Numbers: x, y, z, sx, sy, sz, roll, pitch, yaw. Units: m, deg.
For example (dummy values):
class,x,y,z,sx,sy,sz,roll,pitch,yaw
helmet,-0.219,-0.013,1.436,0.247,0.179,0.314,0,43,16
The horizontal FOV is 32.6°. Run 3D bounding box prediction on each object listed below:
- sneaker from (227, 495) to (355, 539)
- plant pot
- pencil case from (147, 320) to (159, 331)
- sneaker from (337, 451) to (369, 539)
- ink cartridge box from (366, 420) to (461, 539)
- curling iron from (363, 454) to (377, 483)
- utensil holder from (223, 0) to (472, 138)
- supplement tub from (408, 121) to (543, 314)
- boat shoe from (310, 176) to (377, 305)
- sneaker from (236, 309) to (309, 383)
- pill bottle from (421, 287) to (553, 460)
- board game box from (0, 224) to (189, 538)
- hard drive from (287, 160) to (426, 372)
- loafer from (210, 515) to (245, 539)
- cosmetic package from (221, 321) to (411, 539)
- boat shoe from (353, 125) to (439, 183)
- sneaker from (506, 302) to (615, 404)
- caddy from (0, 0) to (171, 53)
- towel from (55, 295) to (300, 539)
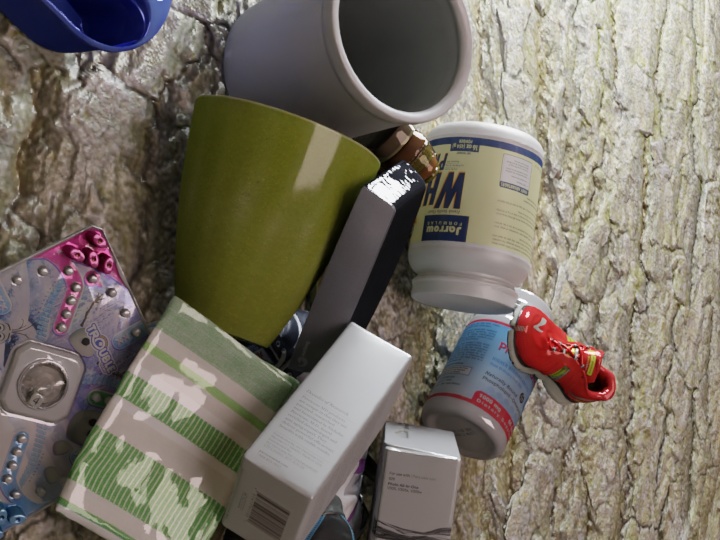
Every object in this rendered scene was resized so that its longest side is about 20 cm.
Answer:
class,x,y,z,sx,sy,sz,roll,pitch,yaw
sneaker,-0.099,0.279,1.160,0.199,0.082,0.073,-21,149,-10
plant pot,-0.099,-0.036,1.161,0.187,0.186,0.201,24,82,-46
pencil case,-0.152,0.137,1.154,0.091,0.083,0.201,-50,126,-24
sneaker,-0.023,0.225,1.309,0.201,0.077,0.140,-66,154,-19
ink cartridge box,0.051,0.275,1.314,0.146,0.083,0.202,-84,-178,-86
curling iron,-0.007,0.188,1.363,0.050,0.025,0.200,-56,129,-29
utensil holder,-0.018,-0.210,1.201,0.169,0.199,0.172,5,81,-38
supplement tub,0.133,-0.059,1.436,0.145,0.144,0.202,20,75,-47
boat shoe,-0.001,-0.020,1.343,0.073,0.063,0.202,33,65,-44
sneaker,-0.072,0.121,1.223,0.108,0.070,0.201,26,43,-46
pill bottle,0.161,0.121,1.495,0.109,0.108,0.201,55,52,-33
board game box,-0.261,0.094,1.011,0.199,0.026,0.201,-29,112,-19
hard drive,0.000,0.000,1.186,0.201,0.042,0.135,-67,168,23
loafer,-0.134,0.214,1.112,0.070,0.198,0.076,-101,-169,-53
cosmetic package,-0.036,0.149,1.094,0.200,0.071,0.102,-49,165,-47
boat shoe,0.035,-0.124,1.303,0.068,0.200,0.072,43,96,-14
sneaker,0.240,0.097,1.439,0.200,0.084,0.078,38,61,-44
caddy,-0.243,-0.272,1.031,0.200,0.104,0.142,44,57,-39
towel,-0.153,0.147,1.048,0.152,0.023,0.201,38,76,-30
